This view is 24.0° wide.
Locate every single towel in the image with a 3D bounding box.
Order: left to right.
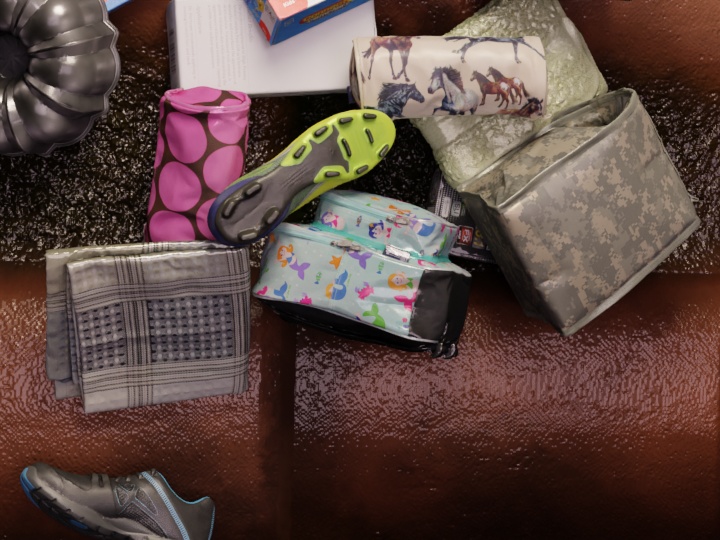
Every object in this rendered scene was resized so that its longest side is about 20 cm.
[{"bbox_3d":[-0.204,0.055,1.627,0.200,0.035,0.193,-3,130,-9],"label":"towel"},{"bbox_3d":[0.139,-0.189,1.696,0.200,0.036,0.148,-35,97,-9],"label":"towel"}]

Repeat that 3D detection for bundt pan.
[{"bbox_3d":[-0.330,-0.199,1.585,0.202,0.076,0.202,2,104,7],"label":"bundt pan"}]

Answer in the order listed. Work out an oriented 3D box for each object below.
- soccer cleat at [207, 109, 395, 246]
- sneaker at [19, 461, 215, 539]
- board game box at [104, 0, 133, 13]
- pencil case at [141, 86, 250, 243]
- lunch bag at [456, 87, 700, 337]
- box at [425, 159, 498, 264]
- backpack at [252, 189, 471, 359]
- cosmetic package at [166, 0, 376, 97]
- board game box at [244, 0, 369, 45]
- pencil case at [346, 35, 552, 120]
[{"bbox_3d":[-0.059,-0.092,1.585,0.200,0.084,0.065,-34,103,-12],"label":"soccer cleat"},{"bbox_3d":[-0.238,0.228,1.668,0.200,0.073,0.082,28,70,-17],"label":"sneaker"},{"bbox_3d":[-0.271,-0.322,1.643,0.200,0.045,0.152,-31,98,-8],"label":"board game box"},{"bbox_3d":[-0.161,-0.082,1.624,0.094,0.091,0.200,19,114,18],"label":"pencil case"},{"bbox_3d":[0.224,-0.064,1.666,0.200,0.118,0.164,-35,112,-9],"label":"lunch bag"},{"bbox_3d":[0.157,-0.104,1.743,0.160,0.044,0.200,11,90,-11],"label":"box"},{"bbox_3d":[0.000,0.000,1.640,0.200,0.178,0.151,8,90,13],"label":"backpack"},{"bbox_3d":[-0.088,-0.222,1.674,0.200,0.074,0.102,-3,93,-14],"label":"cosmetic package"},{"bbox_3d":[-0.046,-0.347,1.642,0.200,0.056,0.196,-28,79,-18],"label":"board game box"},{"bbox_3d":[0.088,-0.181,1.629,0.200,0.078,0.089,-2,110,-6],"label":"pencil case"}]
